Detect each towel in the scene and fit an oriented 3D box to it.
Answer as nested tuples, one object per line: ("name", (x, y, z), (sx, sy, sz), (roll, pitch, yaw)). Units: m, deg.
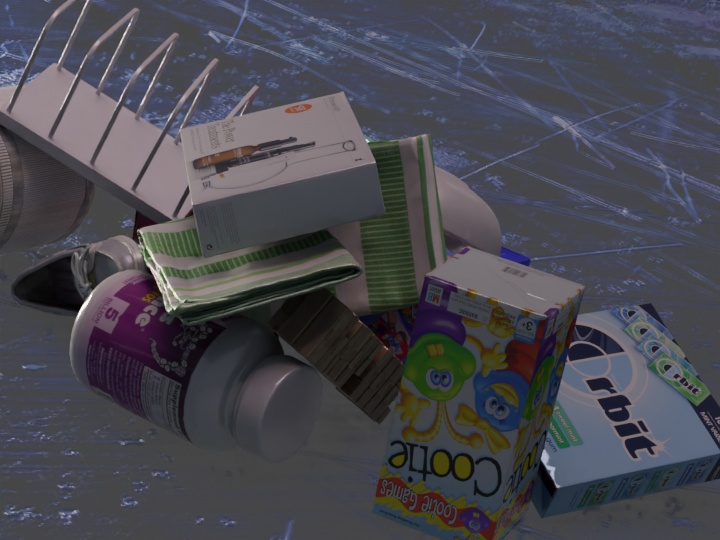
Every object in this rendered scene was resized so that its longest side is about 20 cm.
("towel", (-0.024, -0.032, 1.695), (0.198, 0.154, 0.023), (-10, -5, 17))
("towel", (-0.097, -0.015, 1.558), (0.151, 0.024, 0.200), (-15, 21, -11))

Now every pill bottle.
("pill bottle", (-0.132, 0.081, 1.572), (0.199, 0.113, 0.112), (22, 21, 31))

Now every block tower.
("block tower", (-0.014, 0.067, 1.604), (0.054, 0.058, 0.200), (39, -5, 26))

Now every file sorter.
("file sorter", (-0.213, -0.160, 1.826), (0.199, 0.125, 0.139), (32, 29, -1))

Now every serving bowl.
("serving bowl", (0.057, -0.071, 1.936), (0.199, 0.066, 0.200), (24, -5, 2))

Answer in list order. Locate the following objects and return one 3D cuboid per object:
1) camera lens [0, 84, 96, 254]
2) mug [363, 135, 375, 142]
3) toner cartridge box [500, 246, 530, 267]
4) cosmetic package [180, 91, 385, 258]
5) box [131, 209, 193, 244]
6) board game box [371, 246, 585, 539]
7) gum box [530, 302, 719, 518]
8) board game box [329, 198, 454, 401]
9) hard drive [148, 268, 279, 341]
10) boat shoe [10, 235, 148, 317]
("camera lens", (-0.366, -0.093, 1.868), (0.159, 0.161, 0.199), (22, 21, 29))
("mug", (-0.072, -0.090, 2.107), (0.184, 0.115, 0.152), (-7, 26, -42))
("toner cartridge box", (0.088, 0.005, 2.036), (0.095, 0.044, 0.199), (22, 21, 32))
("cosmetic package", (-0.068, -0.083, 1.594), (0.149, 0.052, 0.200), (-12, 23, -4))
("box", (-0.126, -0.027, 1.917), (0.198, 0.096, 0.100), (10, 20, -5))
("board game box", (0.091, 0.101, 1.503), (0.104, 0.202, 0.103), (18, 20, 18))
("gum box", (0.203, 0.115, 1.643), (0.198, 0.045, 0.171), (-9, 50, -28))
("board game box", (0.000, 0.000, 1.725), (0.200, 0.135, 0.045), (47, 15, 14))
("hard drive", (-0.144, 0.049, 1.783), (0.138, 0.033, 0.200), (10, 19, -6))
("boat shoe", (-0.247, 0.012, 1.723), (0.064, 0.075, 0.201), (-18, 11, -31))
